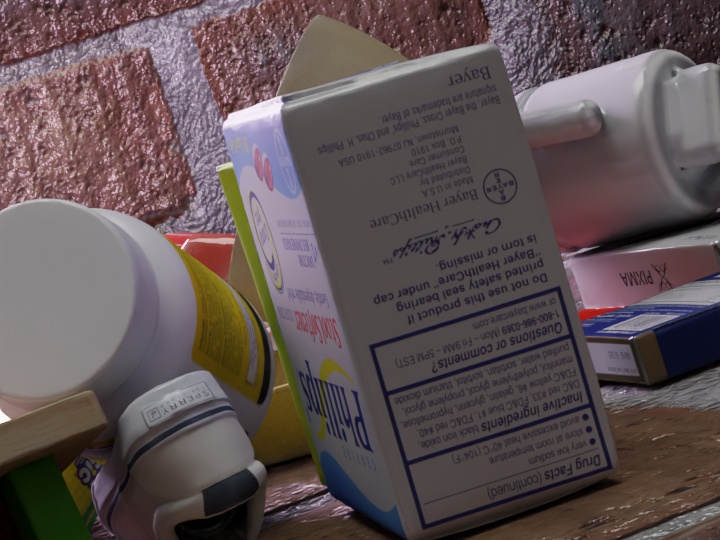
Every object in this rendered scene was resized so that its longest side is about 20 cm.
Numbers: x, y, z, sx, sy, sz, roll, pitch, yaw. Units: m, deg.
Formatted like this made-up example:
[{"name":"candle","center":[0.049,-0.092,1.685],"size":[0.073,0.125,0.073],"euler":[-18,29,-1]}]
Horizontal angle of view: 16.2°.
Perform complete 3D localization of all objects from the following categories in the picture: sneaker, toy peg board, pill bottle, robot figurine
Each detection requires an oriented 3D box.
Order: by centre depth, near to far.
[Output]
[{"name":"toy peg board","center":[-0.213,0.156,1.136],"size":[0.200,0.098,0.199],"euler":[-20,-11,-27]},{"name":"sneaker","center":[-0.083,0.112,1.194],"size":[0.073,0.071,0.200],"euler":[-24,-15,-10]},{"name":"pill bottle","center":[-0.121,0.035,1.233],"size":[0.114,0.114,0.200],"euler":[-17,-17,10]},{"name":"robot figurine","center":[0.163,-0.076,1.657],"size":[0.200,0.113,0.170],"euler":[-15,-25,35]}]

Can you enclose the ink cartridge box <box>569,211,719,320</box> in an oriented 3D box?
[{"name":"ink cartridge box","center":[0.182,0.005,1.591],"size":[0.173,0.044,0.200],"euler":[-18,4,-21]}]

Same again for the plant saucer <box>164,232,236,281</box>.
[{"name":"plant saucer","center":[-0.155,0.049,1.707],"size":[0.200,0.037,0.200],"euler":[-55,9,-5]}]

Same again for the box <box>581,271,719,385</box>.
[{"name":"box","center":[0.215,0.016,1.381],"size":[0.200,0.032,0.121],"euler":[-21,5,-16]}]

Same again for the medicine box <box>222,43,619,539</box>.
[{"name":"medicine box","center":[0.022,0.008,1.161],"size":[0.103,0.200,0.182],"euler":[-16,4,-10]}]

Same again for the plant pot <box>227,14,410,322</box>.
[{"name":"plant pot","center":[0.009,-0.048,1.613],"size":[0.134,0.200,0.200],"euler":[17,9,5]}]

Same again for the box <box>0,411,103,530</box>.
[{"name":"box","center":[-0.175,0.093,1.389],"size":[0.117,0.048,0.200],"euler":[-18,30,33]}]

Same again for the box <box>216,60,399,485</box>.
[{"name":"box","center":[0.000,0.000,1.342],"size":[0.048,0.200,0.122],"euler":[-14,6,43]}]

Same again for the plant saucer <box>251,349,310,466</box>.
[{"name":"plant saucer","center":[-0.027,0.075,1.518],"size":[0.200,0.048,0.200],"euler":[-16,5,17]}]
